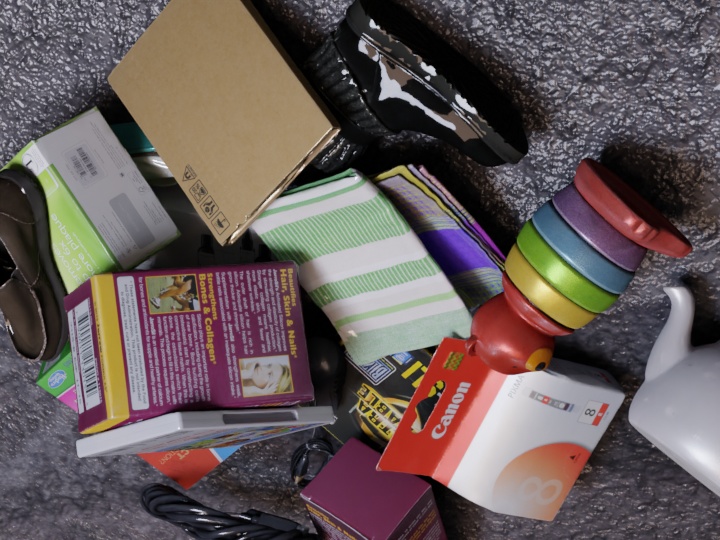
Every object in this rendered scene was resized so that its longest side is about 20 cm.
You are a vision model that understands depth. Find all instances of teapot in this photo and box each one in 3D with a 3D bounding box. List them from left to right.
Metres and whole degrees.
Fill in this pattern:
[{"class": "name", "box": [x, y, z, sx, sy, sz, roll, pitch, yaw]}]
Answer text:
[{"class": "teapot", "box": [0.356, 0.134, 1.389, 0.146, 0.197, 0.200, -51, 134, -1]}]

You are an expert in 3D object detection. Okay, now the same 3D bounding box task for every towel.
[{"class": "towel", "box": [0.000, 0.000, 1.405, 0.152, 0.023, 0.200, -16, 121, 37]}, {"class": "towel", "box": [0.053, -0.023, 1.413, 0.143, 0.023, 0.200, -13, 133, 42]}]

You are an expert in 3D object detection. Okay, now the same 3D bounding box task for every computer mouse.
[{"class": "computer mouse", "box": [-0.049, 0.149, 1.534, 0.058, 0.034, 0.201, 12, 125, 9]}]

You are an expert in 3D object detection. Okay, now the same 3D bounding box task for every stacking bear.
[{"class": "stacking bear", "box": [0.176, 0.011, 1.350, 0.200, 0.121, 0.114, -51, 57, 16]}]

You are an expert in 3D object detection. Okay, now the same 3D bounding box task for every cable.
[{"class": "cable", "box": [-0.136, 0.263, 1.544, 0.198, 0.163, 0.051, 17, 84, 7]}]

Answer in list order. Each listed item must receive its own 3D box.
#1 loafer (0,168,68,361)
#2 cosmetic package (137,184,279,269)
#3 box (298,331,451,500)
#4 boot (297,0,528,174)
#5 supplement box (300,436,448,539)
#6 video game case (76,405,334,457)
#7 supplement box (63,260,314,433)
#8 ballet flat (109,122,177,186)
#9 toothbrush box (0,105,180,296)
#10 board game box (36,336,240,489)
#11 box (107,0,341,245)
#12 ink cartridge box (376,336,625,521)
[{"class": "loafer", "box": [-0.324, 0.005, 1.405, 0.073, 0.071, 0.201, 17, 128, 34]}, {"class": "cosmetic package", "box": [-0.154, -0.035, 1.493, 0.198, 0.051, 0.083, 10, 124, 10]}, {"class": "box", "box": [0.045, 0.133, 1.544, 0.200, 0.049, 0.160, 42, 122, -12]}, {"class": "boot", "box": [0.030, -0.130, 1.354, 0.211, 0.079, 0.158, 41, 120, -2]}, {"class": "supplement box", "box": [0.024, 0.277, 1.563, 0.110, 0.086, 0.201, 29, 153, 32]}, {"class": "video game case", "box": [-0.141, 0.148, 1.407, 0.143, 0.199, 0.018, -19, 75, 39]}, {"class": "supplement box", "box": [-0.156, 0.069, 1.383, 0.198, 0.132, 0.103, -3, 168, -27]}, {"class": "ballet flat", "box": [-0.161, -0.111, 1.444, 0.198, 0.070, 0.070, -2, 122, 23]}, {"class": "toothbrush box", "box": [-0.284, -0.043, 1.455, 0.200, 0.086, 0.146, -28, 97, 50]}, {"class": "board game box", "box": [-0.198, 0.115, 1.523, 0.200, 0.040, 0.153, 39, 118, -22]}, {"class": "box", "box": [-0.125, -0.150, 1.361, 0.163, 0.021, 0.201, -44, 73, 27]}, {"class": "ink cartridge box", "box": [0.136, 0.154, 1.456, 0.199, 0.050, 0.163, 12, 116, -31]}]
